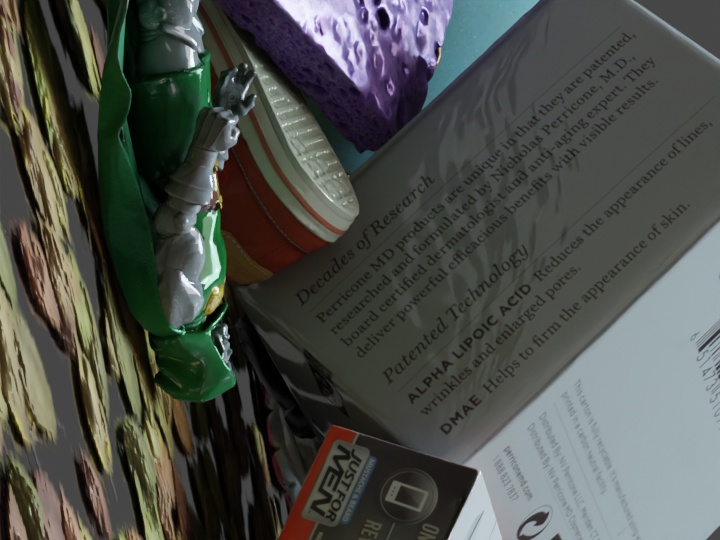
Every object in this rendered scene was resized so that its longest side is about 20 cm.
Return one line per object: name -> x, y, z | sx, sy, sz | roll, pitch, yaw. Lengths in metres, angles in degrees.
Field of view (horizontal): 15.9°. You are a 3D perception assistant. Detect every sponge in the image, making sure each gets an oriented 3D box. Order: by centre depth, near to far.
sponge -> -0.033, -0.147, 0.994 | 0.200, 0.030, 0.112 | 45, 47, -36

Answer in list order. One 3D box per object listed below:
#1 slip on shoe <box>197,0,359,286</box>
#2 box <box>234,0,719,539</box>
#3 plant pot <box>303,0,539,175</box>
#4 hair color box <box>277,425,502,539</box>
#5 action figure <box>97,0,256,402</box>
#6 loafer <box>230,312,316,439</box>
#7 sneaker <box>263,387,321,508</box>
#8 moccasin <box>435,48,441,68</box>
slip on shoe -> -0.059, -0.068, 1.016 | 0.074, 0.061, 0.200 | 40, 17, -41
box -> 0.085, 0.025, 1.046 | 0.131, 0.200, 0.199 | 40, -13, 34
plant pot -> 0.000, -0.118, 1.231 | 0.200, 0.199, 0.135 | -36, 149, -85
hair color box -> 0.013, 0.156, 0.962 | 0.200, 0.064, 0.111 | 73, 38, -58
action figure -> -0.064, -0.052, 0.875 | 0.118, 0.054, 0.201 | -83, 169, -75
loafer -> 0.000, 0.000, 1.174 | 0.071, 0.073, 0.200 | 48, 27, -6
sneaker -> 0.027, 0.118, 1.180 | 0.201, 0.088, 0.081 | 57, 0, 13
moccasin -> -0.038, -0.152, 1.067 | 0.078, 0.074, 0.202 | -1, -50, 53
